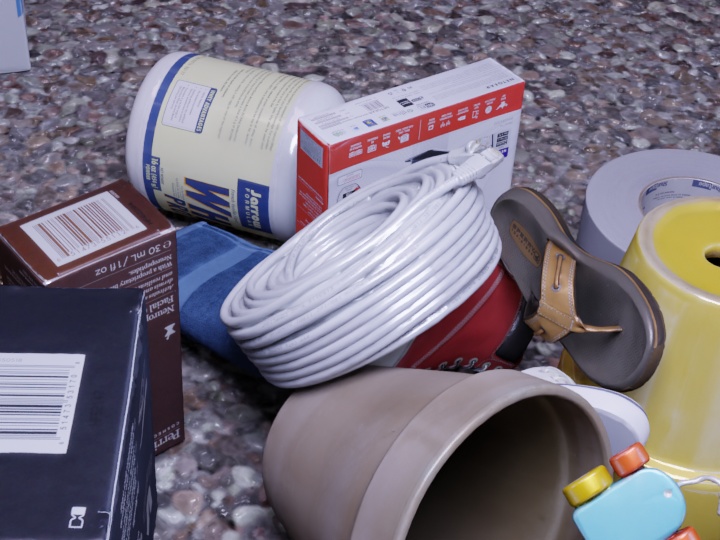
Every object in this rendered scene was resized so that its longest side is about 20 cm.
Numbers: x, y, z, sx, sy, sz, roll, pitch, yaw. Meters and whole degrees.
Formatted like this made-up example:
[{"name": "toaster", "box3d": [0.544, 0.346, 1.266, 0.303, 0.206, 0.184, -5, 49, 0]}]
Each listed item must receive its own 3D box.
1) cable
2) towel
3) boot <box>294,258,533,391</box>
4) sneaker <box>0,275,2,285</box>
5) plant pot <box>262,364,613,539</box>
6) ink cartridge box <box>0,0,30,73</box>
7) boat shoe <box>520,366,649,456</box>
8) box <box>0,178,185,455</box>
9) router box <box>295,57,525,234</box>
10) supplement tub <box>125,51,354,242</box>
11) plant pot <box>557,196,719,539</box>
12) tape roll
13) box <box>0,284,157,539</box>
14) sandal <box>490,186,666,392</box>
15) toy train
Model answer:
[{"name": "cable", "box3d": [0.000, 0.000, 0.816, 0.200, 0.070, 0.199, -42, 17, -28]}, {"name": "towel", "box3d": [-0.107, 0.017, 0.967, 0.199, 0.049, 0.111, 24, 43, 39]}, {"name": "boot", "box3d": [0.052, 0.071, 0.923, 0.200, 0.144, 0.072, -47, 37, -1]}, {"name": "sneaker", "box3d": [-0.234, -0.008, 0.974, 0.198, 0.068, 0.090, -4, 14, 37]}, {"name": "plant pot", "box3d": [0.032, 0.142, 0.758, 0.199, 0.202, 0.173, -28, 32, -34]}, {"name": "ink cartridge box", "box3d": [-0.421, -0.330, 1.324, 0.084, 0.146, 0.201, -8, 40, -15]}, {"name": "boat shoe", "box3d": [0.120, 0.096, 0.833, 0.199, 0.071, 0.070, -14, 29, 49]}, {"name": "box", "box3d": [-0.182, 0.050, 0.823, 0.100, 0.202, 0.075, -26, 49, -32]}, {"name": "router box", "box3d": [0.040, -0.067, 1.005, 0.198, 0.181, 0.049, -22, 44, -28]}, {"name": "supplement tub", "box3d": [-0.094, -0.108, 1.073, 0.198, 0.146, 0.145, 15, 39, 13]}, {"name": "plant pot", "box3d": [0.244, 0.059, 0.857, 0.198, 0.191, 0.202, 2, 38, -1]}, {"name": "tape roll", "box3d": [0.295, -0.028, 1.069, 0.198, 0.067, 0.201, 2, 39, -1]}, {"name": "box", "box3d": [-0.186, 0.148, 0.699, 0.116, 0.202, 0.198, 1, 38, -4]}, {"name": "sandal", "box3d": [0.135, 0.010, 0.824, 0.054, 0.082, 0.201, -4, 41, -29]}, {"name": "toy train", "box3d": [0.168, 0.206, 0.705, 0.149, 0.202, 0.056, 18, -5, 11]}]
